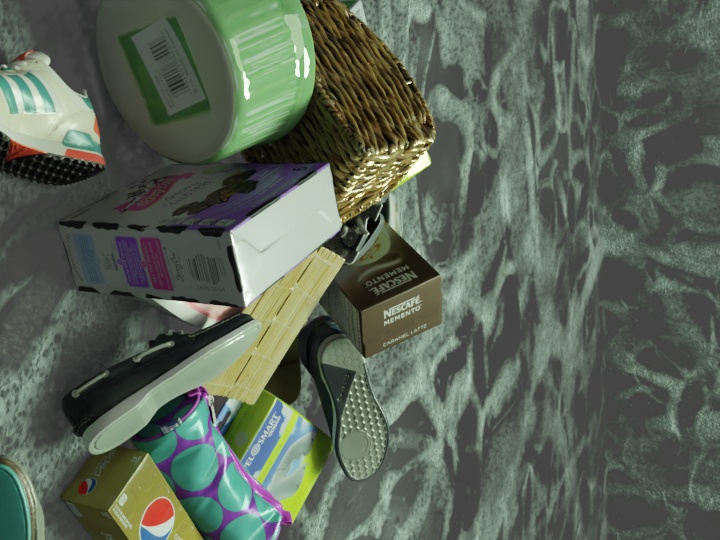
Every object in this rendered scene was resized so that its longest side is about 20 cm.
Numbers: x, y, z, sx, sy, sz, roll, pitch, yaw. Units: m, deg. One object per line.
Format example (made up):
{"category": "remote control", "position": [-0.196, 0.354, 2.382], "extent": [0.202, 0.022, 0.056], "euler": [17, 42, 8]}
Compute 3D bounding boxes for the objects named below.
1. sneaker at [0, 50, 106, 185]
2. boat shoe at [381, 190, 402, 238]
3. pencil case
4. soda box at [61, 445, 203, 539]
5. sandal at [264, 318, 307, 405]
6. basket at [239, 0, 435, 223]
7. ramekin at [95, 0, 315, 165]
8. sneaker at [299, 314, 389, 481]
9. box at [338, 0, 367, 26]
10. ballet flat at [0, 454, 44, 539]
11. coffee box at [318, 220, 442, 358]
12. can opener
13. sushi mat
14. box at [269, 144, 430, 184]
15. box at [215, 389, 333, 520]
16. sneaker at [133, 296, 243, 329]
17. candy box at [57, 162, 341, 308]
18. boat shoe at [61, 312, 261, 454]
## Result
{"category": "sneaker", "position": [-0.286, -0.134, 0.674], "extent": [0.199, 0.070, 0.094], "euler": [18, 60, -60]}
{"category": "boat shoe", "position": [0.034, -0.023, 1.285], "extent": [0.065, 0.074, 0.205], "euler": [6, 82, -58]}
{"category": "pencil case", "position": [-0.156, 0.209, 0.886], "extent": [0.201, 0.092, 0.085], "euler": [62, 0, -27]}
{"category": "soda box", "position": [-0.212, 0.265, 0.852], "extent": [0.068, 0.063, 0.201], "euler": [-58, 142, -41]}
{"category": "sandal", "position": [-0.100, 0.058, 1.065], "extent": [0.070, 0.077, 0.214], "euler": [-107, -161, -72]}
{"category": "basket", "position": [-0.035, -0.159, 0.889], "extent": [0.142, 0.149, 0.201], "euler": [-21, 70, -43]}
{"category": "ramekin", "position": [-0.148, -0.195, 0.783], "extent": [0.098, 0.198, 0.202], "euler": [-40, 128, -45]}
{"category": "sneaker", "position": [-0.026, 0.156, 1.106], "extent": [0.076, 0.146, 0.205], "euler": [-15, 108, -15]}
{"category": "box", "position": [-0.046, -0.208, 1.077], "extent": [0.177, 0.096, 0.201], "euler": [-57, 141, -42]}
{"category": "ballet flat", "position": [-0.292, 0.244, 0.713], "extent": [0.064, 0.067, 0.203], "euler": [-87, 177, -82]}
{"category": "coffee box", "position": [0.000, 0.000, 1.044], "extent": [0.114, 0.200, 0.080], "euler": [-24, 135, -21]}
{"category": "can opener", "position": [0.017, -0.098, 0.961], "extent": [0.201, 0.053, 0.067], "euler": [-61, 163, 7]}
{"category": "sushi mat", "position": [-0.097, 0.056, 0.922], "extent": [0.095, 0.012, 0.201], "euler": [26, 99, -48]}
{"category": "box", "position": [-0.021, -0.125, 0.982], "extent": [0.199, 0.048, 0.123], "euler": [-35, 129, -15]}
{"category": "box", "position": [-0.112, 0.222, 1.033], "extent": [0.123, 0.047, 0.200], "euler": [-60, 147, -14]}
{"category": "sneaker", "position": [-0.160, 0.008, 0.891], "extent": [0.106, 0.075, 0.200], "euler": [-66, 157, -6]}
{"category": "candy box", "position": [-0.146, -0.041, 0.793], "extent": [0.168, 0.198, 0.072], "euler": [-44, 130, -52]}
{"category": "boat shoe", "position": [-0.185, 0.089, 0.807], "extent": [0.199, 0.060, 0.076], "euler": [-32, 159, -30]}
